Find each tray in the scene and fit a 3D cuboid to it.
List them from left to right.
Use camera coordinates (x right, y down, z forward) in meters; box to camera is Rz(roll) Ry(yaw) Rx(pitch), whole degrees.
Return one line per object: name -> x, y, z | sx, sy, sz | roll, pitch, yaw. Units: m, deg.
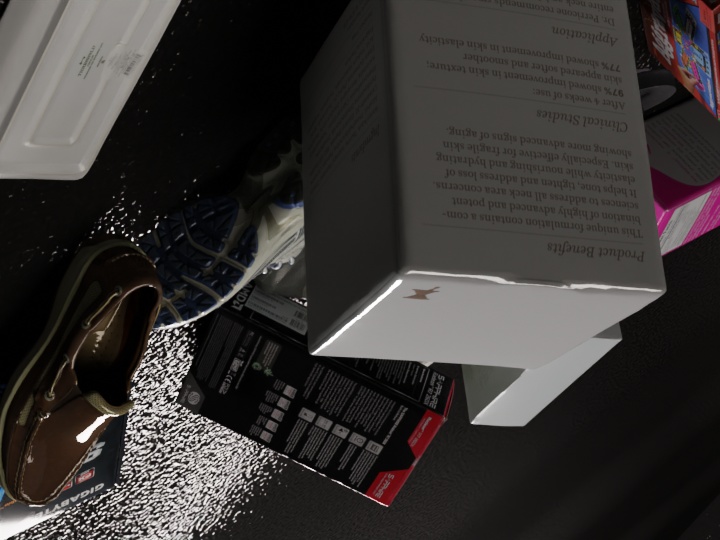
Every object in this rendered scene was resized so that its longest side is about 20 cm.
tray -> -0.153, -0.120, 0.690 | 0.107, 0.022, 0.200 | -6, 139, -50

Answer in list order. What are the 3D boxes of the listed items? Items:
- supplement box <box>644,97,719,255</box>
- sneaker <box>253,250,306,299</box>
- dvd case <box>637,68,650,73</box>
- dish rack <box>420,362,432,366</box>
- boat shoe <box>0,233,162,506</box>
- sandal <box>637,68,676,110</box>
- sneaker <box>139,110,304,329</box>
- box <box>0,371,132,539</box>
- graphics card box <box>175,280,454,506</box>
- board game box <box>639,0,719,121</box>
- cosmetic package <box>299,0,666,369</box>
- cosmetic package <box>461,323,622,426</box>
supplement box -> 0.331, -0.100, 1.262 | 0.200, 0.101, 0.103 | -24, 151, -26
sneaker -> 0.000, 0.000, 1.003 | 0.200, 0.085, 0.074 | -9, 148, -47
dvd case -> 0.137, -0.117, 1.031 | 0.200, 0.018, 0.143 | -13, 163, -42
dish rack -> 0.062, 0.050, 1.113 | 0.172, 0.044, 0.200 | -38, -173, -4
boat shoe -> -0.189, 0.079, 0.838 | 0.075, 0.075, 0.203 | 7, 111, -44
sandal -> 0.172, -0.101, 1.025 | 0.200, 0.043, 0.076 | -31, 166, 20
sneaker -> -0.077, -0.022, 0.890 | 0.200, 0.077, 0.085 | -39, 158, 1
box -> -0.273, 0.145, 0.931 | 0.200, 0.046, 0.159 | -22, 149, -31
graphics card box -> -0.038, 0.098, 1.005 | 0.051, 0.200, 0.126 | -68, -176, -50
board game box -> 0.264, -0.198, 1.015 | 0.019, 0.103, 0.200 | -37, 154, 3
cosmetic package -> 0.064, -0.059, 0.770 | 0.167, 0.201, 0.166 | 5, 159, -20
cosmetic package -> 0.118, -0.006, 0.923 | 0.052, 0.201, 0.151 | 4, 150, -18
